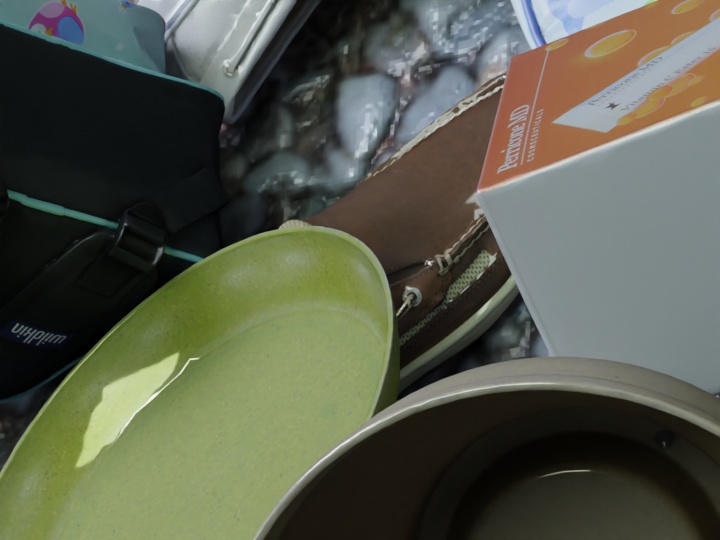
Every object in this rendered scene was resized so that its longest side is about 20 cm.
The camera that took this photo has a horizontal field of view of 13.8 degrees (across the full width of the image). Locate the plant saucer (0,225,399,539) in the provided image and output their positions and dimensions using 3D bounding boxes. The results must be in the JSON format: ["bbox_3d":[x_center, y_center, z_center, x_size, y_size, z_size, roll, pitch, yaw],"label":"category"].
[{"bbox_3d":[-0.057,0.073,1.018,0.200,0.031,0.200,-33,32,24],"label":"plant saucer"}]

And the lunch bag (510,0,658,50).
[{"bbox_3d":[0.122,-0.154,1.109,0.160,0.082,0.200,-26,56,17],"label":"lunch bag"}]

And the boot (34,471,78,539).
[{"bbox_3d":[-0.073,0.159,1.089,0.095,0.074,0.201,-7,72,22],"label":"boot"}]

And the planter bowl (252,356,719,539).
[{"bbox_3d":[0.066,0.113,0.912,0.199,0.135,0.201,2,104,9],"label":"planter bowl"}]

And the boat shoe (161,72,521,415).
[{"bbox_3d":[0.004,0.003,1.107,0.075,0.075,0.202,38,89,38],"label":"boat shoe"}]

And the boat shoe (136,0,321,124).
[{"bbox_3d":[-0.006,-0.143,1.200,0.070,0.071,0.200,43,88,11],"label":"boat shoe"}]

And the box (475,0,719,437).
[{"bbox_3d":[0.152,-0.043,0.978,0.199,0.098,0.124,-21,20,17],"label":"box"}]

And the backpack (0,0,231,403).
[{"bbox_3d":[-0.166,-0.028,1.156,0.200,0.175,0.154,-39,50,41],"label":"backpack"}]
